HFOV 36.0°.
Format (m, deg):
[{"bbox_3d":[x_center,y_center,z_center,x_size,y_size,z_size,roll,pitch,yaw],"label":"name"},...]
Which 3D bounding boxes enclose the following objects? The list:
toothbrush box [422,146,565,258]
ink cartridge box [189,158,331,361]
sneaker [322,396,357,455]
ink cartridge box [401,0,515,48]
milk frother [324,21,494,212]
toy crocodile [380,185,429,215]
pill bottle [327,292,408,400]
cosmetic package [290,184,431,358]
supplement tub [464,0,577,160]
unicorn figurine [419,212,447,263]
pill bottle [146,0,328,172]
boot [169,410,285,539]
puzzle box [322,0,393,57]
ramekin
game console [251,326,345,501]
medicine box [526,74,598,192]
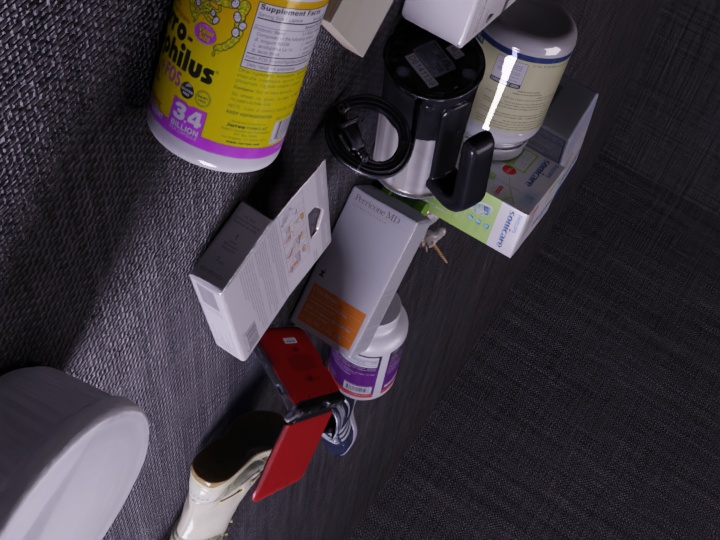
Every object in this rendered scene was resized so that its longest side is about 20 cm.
[{"bbox_3d":[0.172,-0.131,1.603,0.146,0.198,0.087,-45,161,-45],"label":"toothbrush box"},{"bbox_3d":[-0.099,-0.015,1.168,0.177,0.044,0.201,-55,166,-19],"label":"ink cartridge box"},{"bbox_3d":[-0.052,0.266,1.881,0.109,0.069,0.202,-53,159,-46],"label":"sneaker"},{"bbox_3d":[0.140,-0.363,1.242,0.200,0.083,0.147,-46,161,-46],"label":"ink cartridge box"},{"bbox_3d":[0.043,-0.153,1.278,0.197,0.183,0.189,-10,150,-11],"label":"milk frother"},{"bbox_3d":[0.071,-0.118,1.498,0.062,0.067,0.203,46,65,-75],"label":"toy crocodile"},{"bbox_3d":[0.012,0.105,1.691,0.113,0.112,0.201,-51,164,-33],"label":"pill bottle"},{"bbox_3d":[0.000,0.000,1.449,0.202,0.101,0.071,-64,165,13],"label":"cosmetic package"},{"bbox_3d":[0.203,-0.271,1.542,0.145,0.144,0.202,-45,161,-46],"label":"supplement tub"},{"bbox_3d":[0.109,-0.091,1.759,0.138,0.074,0.199,-55,155,18],"label":"unicorn figurine"},{"bbox_3d":[-0.079,-0.177,0.770,0.104,0.103,0.202,-39,155,-56],"label":"pill bottle"},{"bbox_3d":[-0.171,0.281,1.469,0.199,0.072,0.156,-31,148,-55],"label":"boot"},{"bbox_3d":[0.025,-0.311,1.050,0.202,0.025,0.133,-62,167,4],"label":"puzzle box"},{"bbox_3d":[-0.258,0.166,0.847,0.204,0.093,0.203,-55,167,-20],"label":"ramekin"},{"bbox_3d":[-0.104,0.173,1.401,0.118,0.174,0.200,-34,171,10],"label":"game console"},{"bbox_3d":[0.257,-0.230,1.747,0.103,0.181,0.201,-54,166,-21],"label":"medicine box"}]
